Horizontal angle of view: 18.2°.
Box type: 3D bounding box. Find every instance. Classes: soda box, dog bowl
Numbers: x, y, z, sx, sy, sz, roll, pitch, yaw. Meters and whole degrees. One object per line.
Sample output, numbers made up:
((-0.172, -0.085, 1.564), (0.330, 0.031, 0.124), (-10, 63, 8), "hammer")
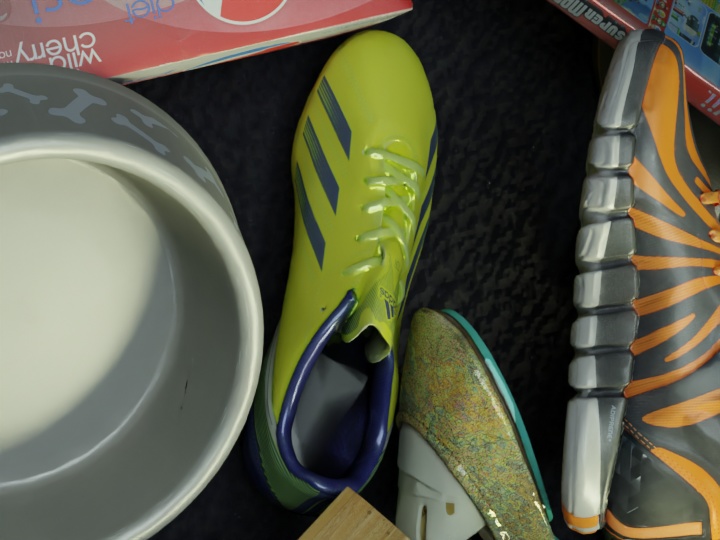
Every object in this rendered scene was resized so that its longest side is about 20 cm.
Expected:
((-0.086, -0.108, 0.886), (0.200, 0.070, 0.064), (-15, 94, -19), "soda box")
((-0.127, 0.026, 0.835), (0.200, 0.059, 0.200), (-8, 112, -22), "dog bowl")

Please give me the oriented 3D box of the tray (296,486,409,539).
((-0.058, 0.180, 0.867), (0.037, 0.099, 0.200), (40, 74, 19), "tray")

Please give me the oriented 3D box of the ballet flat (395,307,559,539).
((0.050, 0.111, 0.907), (0.071, 0.071, 0.200), (-34, 116, -17), "ballet flat")

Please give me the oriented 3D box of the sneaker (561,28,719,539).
((0.140, 0.008, 0.879), (0.112, 0.078, 0.200), (4, 92, 7), "sneaker")

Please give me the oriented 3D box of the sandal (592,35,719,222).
((0.141, -0.056, 0.967), (0.080, 0.054, 0.200), (12, 77, -19), "sandal")

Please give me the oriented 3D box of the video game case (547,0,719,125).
((0.101, -0.156, 0.940), (0.200, 0.017, 0.143), (34, 46, -12), "video game case")

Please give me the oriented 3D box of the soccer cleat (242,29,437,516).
((0.001, 0.001, 0.903), (0.065, 0.084, 0.201), (14, 84, -19), "soccer cleat")

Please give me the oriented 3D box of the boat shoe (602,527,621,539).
((0.180, 0.052, 0.976), (0.200, 0.074, 0.066), (-30, 74, -11), "boat shoe")
